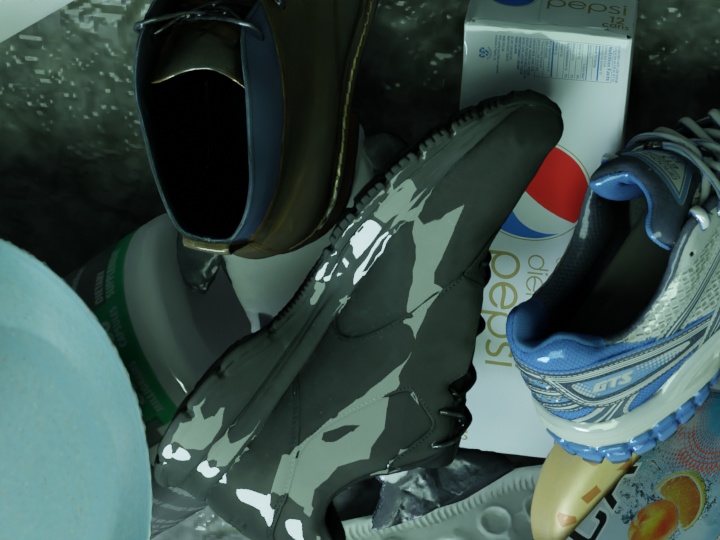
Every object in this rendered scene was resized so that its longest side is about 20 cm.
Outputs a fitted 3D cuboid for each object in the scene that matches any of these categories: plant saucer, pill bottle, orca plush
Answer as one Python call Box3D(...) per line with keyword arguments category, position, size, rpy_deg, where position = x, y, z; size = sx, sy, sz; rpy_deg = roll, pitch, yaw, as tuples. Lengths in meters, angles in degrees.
Box3D(category="plant saucer", position=(-0.152, 0.084, 1.005), size=(0.201, 0.039, 0.201), rpy_deg=(1, 91, 32))
Box3D(category="pill bottle", position=(-0.121, 0.068, 1.075), size=(0.200, 0.113, 0.113), rpy_deg=(-33, 113, 28))
Box3D(category="orca plush", position=(0.000, 0.000, 1.014), size=(0.105, 0.071, 0.200), rpy_deg=(-40, 78, 15))

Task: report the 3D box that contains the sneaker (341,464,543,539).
Box3D(category="sneaker", position=(0.053, 0.157, 1.142), size=(0.200, 0.081, 0.147), rpy_deg=(-8, 150, -8))

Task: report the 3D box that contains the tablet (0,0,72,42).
Box3D(category="tablet", position=(-0.182, -0.138, 1.006), size=(0.200, 0.014, 0.130), rpy_deg=(-26, 117, 25))

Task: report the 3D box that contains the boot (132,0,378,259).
Box3D(category="boot", position=(-0.036, -0.099, 0.922), size=(0.075, 0.097, 0.200), rpy_deg=(1, 100, 15))

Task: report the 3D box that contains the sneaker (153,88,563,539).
Box3D(category="sneaker", position=(0.015, 0.022, 0.932), size=(0.091, 0.076, 0.200), rpy_deg=(40, 103, 2))

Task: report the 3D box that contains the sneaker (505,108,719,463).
Box3D(category="sneaker", position=(0.130, -0.022, 0.939), size=(0.200, 0.077, 0.085), rpy_deg=(-50, 137, -5))

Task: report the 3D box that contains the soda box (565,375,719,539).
Box3D(category="soda box", position=(0.106, 0.136, 0.966), size=(0.200, 0.064, 0.068), rpy_deg=(-48, 124, 2))

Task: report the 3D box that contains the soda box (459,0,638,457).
Box3D(category="soda box", position=(0.070, -0.024, 1.006), size=(0.064, 0.068, 0.200), rpy_deg=(7, 125, 6))

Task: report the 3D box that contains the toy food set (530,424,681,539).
Box3D(category="toy food set", position=(0.162, 0.107, 1.045), size=(0.198, 0.049, 0.200), rpy_deg=(-19, 120, -16))
